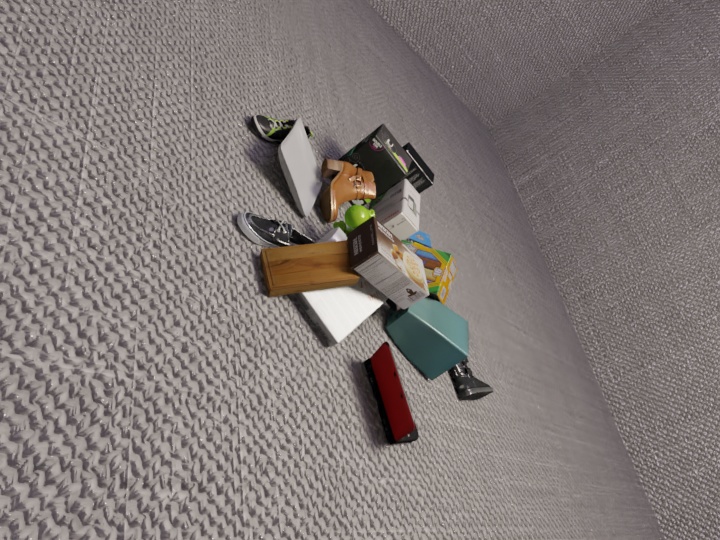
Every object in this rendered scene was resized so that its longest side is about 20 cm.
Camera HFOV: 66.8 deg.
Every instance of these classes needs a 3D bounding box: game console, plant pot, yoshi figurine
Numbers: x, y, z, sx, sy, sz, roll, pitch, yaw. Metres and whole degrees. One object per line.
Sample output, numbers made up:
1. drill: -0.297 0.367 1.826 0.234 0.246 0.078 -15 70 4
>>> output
1. game console: 0.095 0.280 1.250 0.172 0.118 0.202 16 50 -51
2. plant pot: 0.174 0.161 1.475 0.200 0.141 0.142 39 33 -17
3. yoshi figurine: -0.014 -0.116 1.380 0.111 0.200 0.113 22 81 -16

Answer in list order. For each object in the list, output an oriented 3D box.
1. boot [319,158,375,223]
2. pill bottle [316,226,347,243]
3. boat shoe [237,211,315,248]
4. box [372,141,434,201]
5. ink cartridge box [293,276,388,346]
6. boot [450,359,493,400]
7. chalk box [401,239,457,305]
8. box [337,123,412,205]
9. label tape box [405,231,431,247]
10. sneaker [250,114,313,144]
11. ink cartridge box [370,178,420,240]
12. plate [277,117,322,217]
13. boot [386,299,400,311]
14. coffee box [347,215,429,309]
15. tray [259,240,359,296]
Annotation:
1. boot: -0.029 -0.212 1.506 0.153 0.074 0.202 11 67 -26
2. pill bottle: -0.027 0.001 1.336 0.200 0.114 0.115 51 29 -14
3. boat shoe: -0.182 -0.084 1.221 0.199 0.068 0.072 33 37 -38
4. box: 0.117 -0.291 1.754 0.141 0.199 0.079 46 31 -22
5. ink cartridge box: -0.040 0.049 1.250 0.200 0.047 0.161 -39 96 -33
6. boot: 0.318 0.287 1.661 0.164 0.065 0.201 18 43 -52
7. chalk box: 0.156 0.001 1.544 0.125 0.199 0.125 -66 158 -11
8. box: 0.029 -0.309 1.635 0.149 0.199 0.125 49 30 -16
9. label tape box: 0.176 -0.023 1.701 0.144 0.063 0.202 16 58 -51
10. sneaker: -0.206 -0.387 1.463 0.199 0.083 0.072 5 57 -56
11. ink cartridge box: 0.101 -0.168 1.668 0.084 0.145 0.201 45 31 -25
12. plate: -0.159 -0.266 1.412 0.201 0.032 0.201 -76 154 -54
13. boot: 0.083 0.006 1.441 0.096 0.075 0.201 -22 70 -20
14. coffee box: 0.065 -0.015 1.249 0.200 0.079 0.115 39 31 -37
15. tray: -0.110 -0.008 1.184 0.198 0.037 0.099 -8 63 -21
